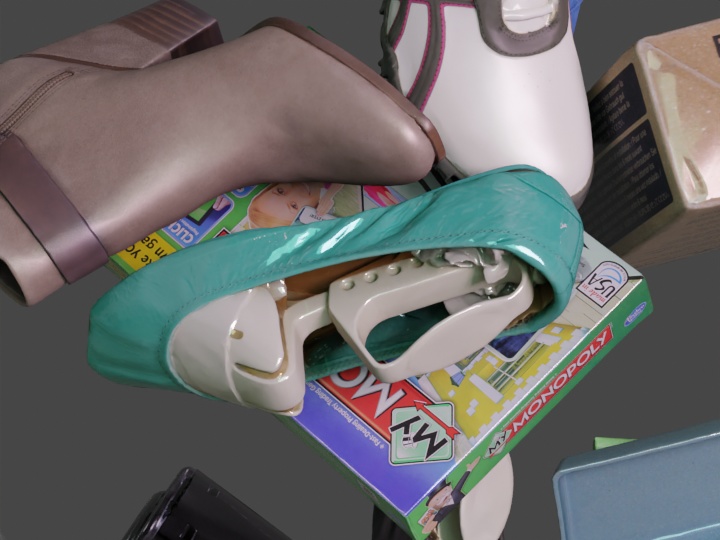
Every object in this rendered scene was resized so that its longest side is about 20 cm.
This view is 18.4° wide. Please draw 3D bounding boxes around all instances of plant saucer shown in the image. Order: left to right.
[{"bbox_3d":[0.180,0.084,0.952,0.200,0.019,0.070,-14,126,-4],"label":"plant saucer"}]

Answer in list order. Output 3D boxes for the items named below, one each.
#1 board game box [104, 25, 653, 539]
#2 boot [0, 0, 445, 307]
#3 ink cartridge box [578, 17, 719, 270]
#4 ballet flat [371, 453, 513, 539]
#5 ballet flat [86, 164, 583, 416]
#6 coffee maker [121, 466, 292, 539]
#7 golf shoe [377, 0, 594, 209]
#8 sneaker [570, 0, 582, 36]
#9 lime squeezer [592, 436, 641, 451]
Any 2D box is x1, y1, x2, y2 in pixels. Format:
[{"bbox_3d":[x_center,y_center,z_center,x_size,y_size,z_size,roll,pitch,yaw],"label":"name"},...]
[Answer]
[{"bbox_3d":[0.000,0.000,0.904,0.135,0.029,0.200,-44,59,-13],"label":"board game box"},{"bbox_3d":[-0.082,-0.039,0.882,0.146,0.200,0.070,-41,131,-22],"label":"boot"},{"bbox_3d":[0.192,-0.065,0.927,0.200,0.165,0.075,-15,83,-12],"label":"ink cartridge box"},{"bbox_3d":[0.041,0.050,0.934,0.068,0.068,0.200,1,83,-34],"label":"ballet flat"},{"bbox_3d":[-0.012,0.016,0.834,0.200,0.070,0.067,-17,130,7],"label":"ballet flat"},{"bbox_3d":[-0.015,0.167,0.877,0.200,0.135,0.192,34,82,-2],"label":"coffee maker"},{"bbox_3d":[0.048,-0.116,0.861,0.077,0.088,0.200,-16,84,-26],"label":"golf shoe"},{"bbox_3d":[0.072,-0.144,0.944,0.077,0.111,0.200,19,80,-7],"label":"sneaker"},{"bbox_3d":[0.202,0.050,0.978,0.200,0.038,0.071,-33,92,-10],"label":"lime squeezer"}]
